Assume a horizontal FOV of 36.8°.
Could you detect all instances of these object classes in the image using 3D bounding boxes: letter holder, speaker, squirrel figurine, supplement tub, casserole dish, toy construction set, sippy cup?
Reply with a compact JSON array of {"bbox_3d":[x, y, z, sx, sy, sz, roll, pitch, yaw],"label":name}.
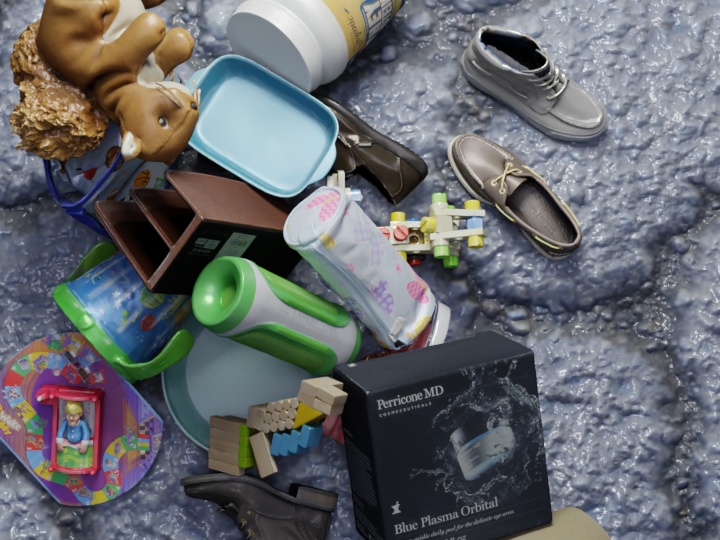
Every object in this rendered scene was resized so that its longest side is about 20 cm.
[{"bbox_3d":[-0.169,-0.055,1.178,0.101,0.199,0.142,-50,63,19],"label":"letter holder"},{"bbox_3d":[-0.085,0.052,1.156,0.088,0.199,0.089,-16,62,33],"label":"speaker"},{"bbox_3d":[-0.254,-0.182,1.090,0.199,0.141,0.188,-27,88,12],"label":"squirrel figurine"},{"bbox_3d":[-0.047,-0.309,1.255,0.144,0.145,0.200,38,65,3],"label":"supplement tub"},{"bbox_3d":[-0.114,-0.159,1.226,0.199,0.039,0.122,31,84,11],"label":"casserole dish"},{"bbox_3d":[0.042,-0.049,1.247,0.198,0.131,0.093,13,80,-1],"label":"toy construction set"},{"bbox_3d":[-0.252,0.034,1.212,0.130,0.140,0.178,-41,86,-8],"label":"sippy cup"}]

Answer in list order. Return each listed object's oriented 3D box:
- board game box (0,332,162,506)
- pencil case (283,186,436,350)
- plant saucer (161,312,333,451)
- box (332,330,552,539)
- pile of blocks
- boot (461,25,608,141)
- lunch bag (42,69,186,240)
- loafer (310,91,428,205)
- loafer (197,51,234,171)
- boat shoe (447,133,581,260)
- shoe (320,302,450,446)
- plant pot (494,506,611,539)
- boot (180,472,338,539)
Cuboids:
[{"bbox_3d":[-0.325,0.174,1.207,0.158,0.039,0.200,-40,96,5],"label":"board game box"},{"bbox_3d":[0.000,0.000,1.188,0.200,0.083,0.091,49,46,-32],"label":"pencil case"},{"bbox_3d":[-0.131,0.118,1.259,0.197,0.036,0.203,1,81,-4],"label":"plant saucer"},{"bbox_3d":[0.089,0.189,1.177,0.195,0.117,0.202,-12,102,-16],"label":"box"},{"bbox_3d":[-0.080,0.174,1.173,0.199,0.062,0.083,-25,76,34],"label":"pile of blocks"},{"bbox_3d":[0.216,-0.225,1.303,0.198,0.096,0.074,26,81,1],"label":"boot"},{"bbox_3d":[-0.280,-0.145,1.219,0.122,0.170,0.202,11,81,10],"label":"lunch bag"},{"bbox_3d":[-0.017,-0.145,1.287,0.199,0.073,0.072,30,80,2],"label":"loafer"},{"bbox_3d":[-0.138,-0.216,1.296,0.071,0.063,0.202,23,81,2],"label":"loafer"},{"bbox_3d":[0.187,-0.095,1.299,0.072,0.060,0.200,-44,86,-8],"label":"boat shoe"},{"bbox_3d":[0.027,0.116,1.250,0.090,0.071,0.202,26,85,-5],"label":"shoe"},{"bbox_3d":[0.186,0.358,1.185,0.199,0.187,0.188,-33,84,-22],"label":"plant pot"},{"bbox_3d":[-0.118,0.321,1.212,0.198,0.069,0.176,11,80,-4],"label":"boot"}]
